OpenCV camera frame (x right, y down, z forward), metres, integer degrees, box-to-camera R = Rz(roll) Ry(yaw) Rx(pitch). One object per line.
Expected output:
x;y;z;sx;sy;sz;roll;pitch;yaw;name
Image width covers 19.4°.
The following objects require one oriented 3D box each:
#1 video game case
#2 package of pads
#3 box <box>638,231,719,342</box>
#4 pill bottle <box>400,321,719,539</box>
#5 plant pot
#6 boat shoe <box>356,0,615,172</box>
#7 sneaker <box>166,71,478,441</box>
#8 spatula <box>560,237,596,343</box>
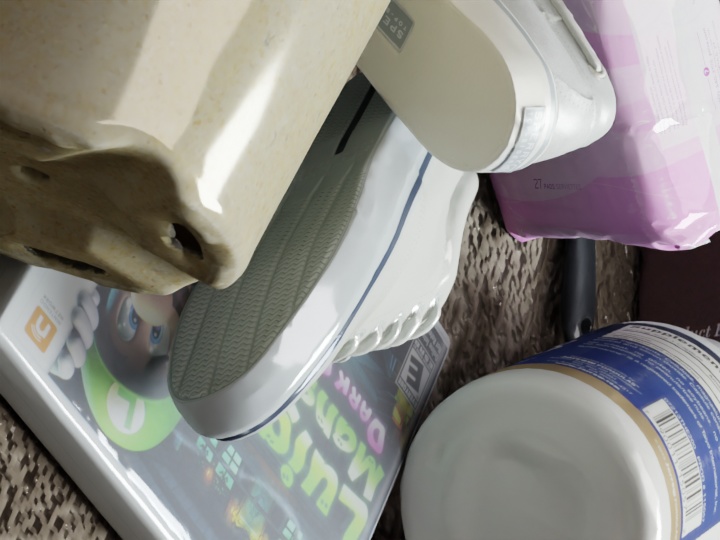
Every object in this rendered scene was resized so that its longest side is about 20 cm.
-0.044;0.025;0.759;0.200;0.023;0.182;56;42;-33;video game case
0.094;-0.109;0.896;0.076;0.120;0.201;-25;106;-31;package of pads
0.243;0.077;1.042;0.164;0.166;0.201;29;61;-48;box
0.106;0.081;0.883;0.200;0.111;0.111;-14;95;-62;pill bottle
-0.066;-0.100;0.628;0.200;0.200;0.184;39;64;-45;plant pot
0.023;-0.116;0.769;0.068;0.072;0.200;-7;44;-41;boat shoe
0.000;0.000;0.744;0.071;0.073;0.200;56;40;-22;sneaker
0.114;-0.049;1.006;0.057;0.021;0.201;41;52;-45;spatula
